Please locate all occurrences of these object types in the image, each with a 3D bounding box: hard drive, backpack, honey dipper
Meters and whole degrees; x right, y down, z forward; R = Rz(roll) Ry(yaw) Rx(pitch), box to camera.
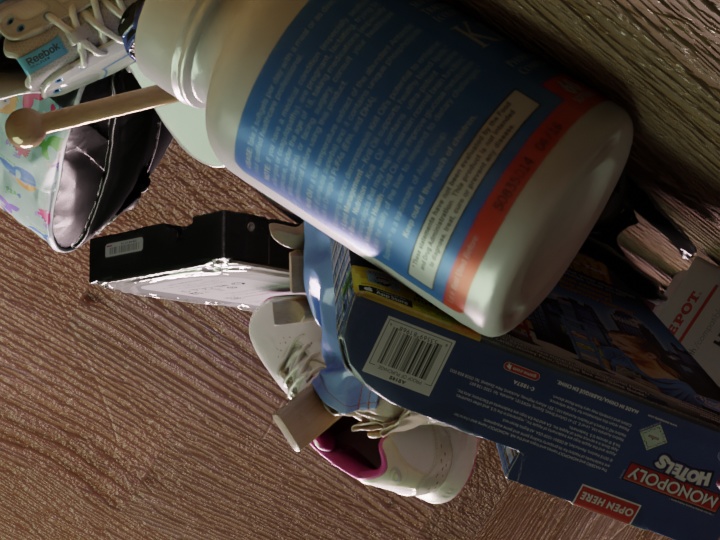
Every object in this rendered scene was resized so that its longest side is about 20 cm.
[{"bbox_3d":[-0.066,-0.001,1.155,0.139,0.038,0.200,-9,168,41],"label":"hard drive"},{"bbox_3d":[-0.191,-0.119,1.119,0.150,0.178,0.200,27,140,13],"label":"backpack"},{"bbox_3d":[-0.095,-0.097,0.911,0.038,0.199,0.038,-15,-90,-90],"label":"honey dipper"}]

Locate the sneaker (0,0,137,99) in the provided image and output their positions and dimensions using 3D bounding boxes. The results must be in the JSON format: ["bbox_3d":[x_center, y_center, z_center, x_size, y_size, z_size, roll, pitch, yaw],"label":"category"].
[{"bbox_3d":[-0.139,-0.129,0.890,0.200,0.087,0.075,-19,112,36],"label":"sneaker"}]

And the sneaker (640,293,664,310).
[{"bbox_3d":[0.150,0.066,1.157,0.090,0.075,0.200,-2,164,-45],"label":"sneaker"}]

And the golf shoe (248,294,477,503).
[{"bbox_3d":[-0.015,0.074,1.076,0.200,0.075,0.091,37,-160,36],"label":"golf shoe"}]

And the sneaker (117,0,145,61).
[{"bbox_3d":[-0.027,-0.087,0.845,0.200,0.079,0.075,19,144,-23],"label":"sneaker"}]

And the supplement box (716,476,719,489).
[{"bbox_3d":[0.250,0.092,0.620,0.200,0.110,0.086,33,179,-4],"label":"supplement box"}]

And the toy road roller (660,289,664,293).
[{"bbox_3d":[0.251,0.122,1.233,0.200,0.146,0.123,33,180,37],"label":"toy road roller"}]

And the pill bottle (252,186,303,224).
[{"bbox_3d":[-0.020,-0.082,1.113,0.109,0.109,0.200,33,179,15],"label":"pill bottle"}]

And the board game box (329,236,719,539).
[{"bbox_3d":[0.072,0.030,0.814,0.200,0.062,0.200,21,-161,-11],"label":"board game box"}]

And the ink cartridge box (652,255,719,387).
[{"bbox_3d":[0.211,0.074,0.928,0.200,0.116,0.068,32,179,41],"label":"ink cartridge box"}]

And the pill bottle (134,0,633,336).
[{"bbox_3d":[0.005,-0.069,0.717,0.200,0.112,0.112,33,179,15],"label":"pill bottle"}]

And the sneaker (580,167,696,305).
[{"bbox_3d":[0.070,-0.055,0.826,0.200,0.060,0.104,31,176,16],"label":"sneaker"}]

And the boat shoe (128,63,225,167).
[{"bbox_3d":[-0.110,-0.155,0.959,0.071,0.064,0.200,-7,124,31],"label":"boat shoe"}]

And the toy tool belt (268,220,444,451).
[{"bbox_3d":[0.000,0.000,0.980,0.123,0.201,0.125,-8,-172,-13],"label":"toy tool belt"}]
